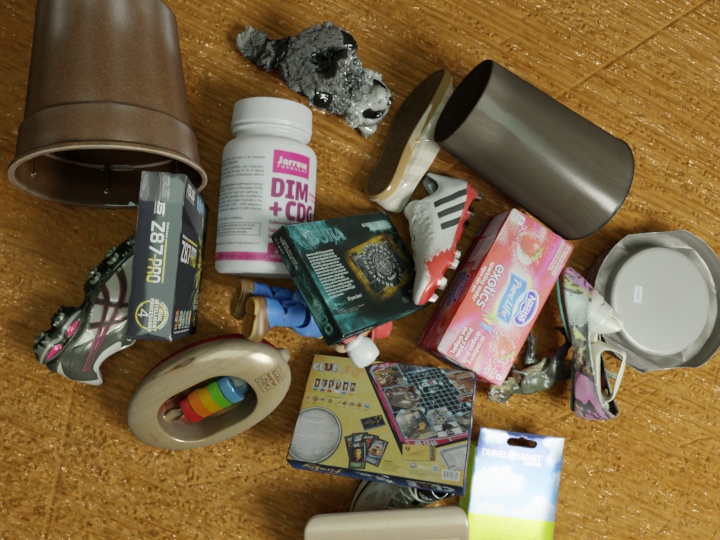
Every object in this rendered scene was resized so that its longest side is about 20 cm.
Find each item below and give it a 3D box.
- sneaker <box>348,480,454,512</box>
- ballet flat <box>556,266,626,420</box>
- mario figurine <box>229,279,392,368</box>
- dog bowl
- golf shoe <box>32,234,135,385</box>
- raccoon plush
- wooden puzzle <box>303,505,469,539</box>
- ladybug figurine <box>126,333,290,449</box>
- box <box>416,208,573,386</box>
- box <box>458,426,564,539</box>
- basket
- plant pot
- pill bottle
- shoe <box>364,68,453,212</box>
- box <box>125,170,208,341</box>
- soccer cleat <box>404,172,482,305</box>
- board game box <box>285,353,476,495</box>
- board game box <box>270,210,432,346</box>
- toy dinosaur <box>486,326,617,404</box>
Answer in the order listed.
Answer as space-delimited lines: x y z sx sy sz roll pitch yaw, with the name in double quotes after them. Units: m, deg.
0.050 0.269 0.747 0.076 0.115 0.201 33 82 -6 "sneaker"
0.291 0.091 0.776 0.069 0.071 0.201 -20 105 -51 "ballet flat"
-0.052 0.069 0.746 0.199 0.106 0.124 7 57 -30 "mario figurine"
0.393 0.041 0.845 0.199 0.059 0.201 1 86 -9 "dog bowl"
-0.291 0.039 0.739 0.088 0.077 0.200 40 83 -25 "golf shoe"
-0.045 -0.253 0.800 0.200 0.134 0.097 41 97 27 "raccoon plush"
0.033 0.359 0.740 0.184 0.037 0.201 -4 115 0 "wooden puzzle"
-0.173 0.133 0.726 0.200 0.072 0.136 -24 127 2 "ladybug figurine"
0.166 0.034 0.789 0.095 0.100 0.200 31 82 -6 "box"
0.187 0.304 0.801 0.122 0.048 0.201 9 86 -8 "box"
0.201 -0.150 0.754 0.200 0.181 0.136 29 118 -17 "basket"
-0.278 -0.191 0.695 0.200 0.200 0.199 -4 79 -9 "plant pot"
-0.110 -0.094 0.745 0.113 0.113 0.201 3 86 -9 "pill bottle"
0.071 -0.167 0.809 0.053 0.070 0.200 33 80 -34 "shoe"
-0.205 -0.008 0.681 0.049 0.200 0.162 3 85 -7 "box"
0.086 -0.044 0.777 0.085 0.069 0.200 23 57 4 "soccer cleat"
0.028 0.173 0.725 0.199 0.035 0.136 5 57 15 "board game box"
0.000 0.000 0.724 0.028 0.200 0.136 -37 77 34 "board game box"
0.247 0.120 0.827 0.199 0.047 0.088 -8 91 -14 "toy dinosaur"
